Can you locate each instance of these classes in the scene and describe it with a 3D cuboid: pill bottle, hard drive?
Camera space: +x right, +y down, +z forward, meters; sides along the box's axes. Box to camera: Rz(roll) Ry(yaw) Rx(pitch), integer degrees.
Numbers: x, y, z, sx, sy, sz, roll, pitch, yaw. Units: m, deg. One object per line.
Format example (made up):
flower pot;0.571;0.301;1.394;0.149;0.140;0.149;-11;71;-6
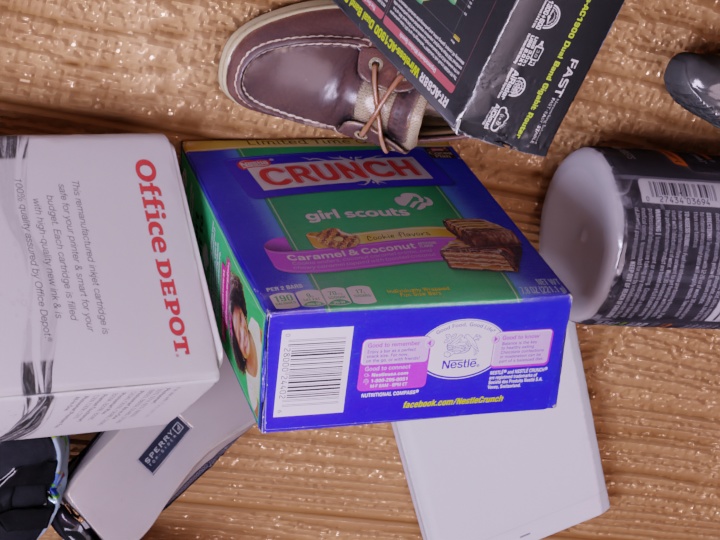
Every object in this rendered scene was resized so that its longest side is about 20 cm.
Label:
pill bottle;0.219;-0.017;1.128;0.198;0.106;0.107;3;118;-21
hard drive;0.088;0.101;1.208;0.131;0.026;0.201;-20;124;-8

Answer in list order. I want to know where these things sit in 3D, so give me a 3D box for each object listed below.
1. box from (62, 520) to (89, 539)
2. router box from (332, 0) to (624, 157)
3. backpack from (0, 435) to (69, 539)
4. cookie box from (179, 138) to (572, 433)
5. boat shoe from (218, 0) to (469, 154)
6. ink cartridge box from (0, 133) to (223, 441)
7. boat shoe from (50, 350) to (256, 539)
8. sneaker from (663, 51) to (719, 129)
box;-0.181;0.283;1.122;0.200;0.106;0.153;-42;129;-27
router box;0.061;-0.172;0.931;0.062;0.200;0.151;13;114;-33
backpack;-0.260;0.091;1.019;0.198;0.154;0.165;14;111;-4
cookie box;0.000;0.000;1.011;0.169;0.200;0.076;-3;119;-19
boat shoe;0.020;-0.104;1.035;0.198;0.072;0.073;5;117;-22
ink cartridge box;-0.188;0.010;0.955;0.198;0.147;0.084;-2;157;-31
boat shoe;-0.117;0.090;1.109;0.200;0.093;0.075;-44;101;-22
sneaker;0.273;-0.120;1.127;0.198;0.076;0.092;7;106;-29
